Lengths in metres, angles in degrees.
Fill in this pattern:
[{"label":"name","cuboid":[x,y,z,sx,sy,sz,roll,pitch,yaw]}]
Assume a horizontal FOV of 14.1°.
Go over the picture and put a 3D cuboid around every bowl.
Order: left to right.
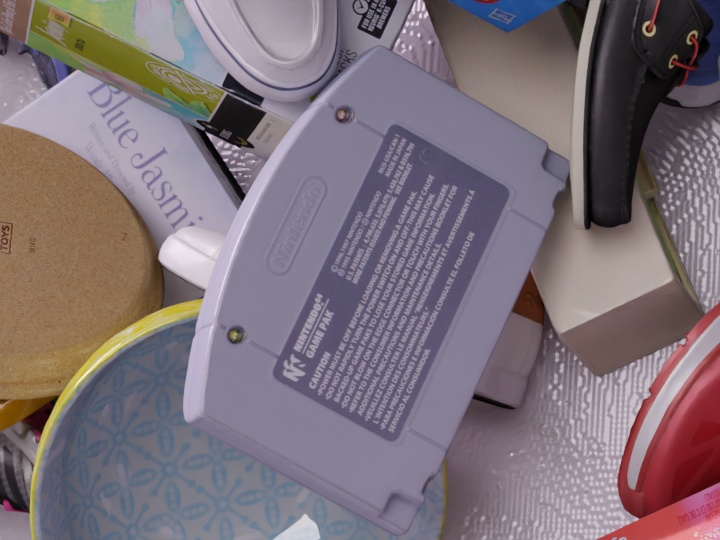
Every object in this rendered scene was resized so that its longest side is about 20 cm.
[{"label":"bowl","cuboid":[-0.065,0.095,1.414,0.200,0.200,0.108,-41,20,3]}]

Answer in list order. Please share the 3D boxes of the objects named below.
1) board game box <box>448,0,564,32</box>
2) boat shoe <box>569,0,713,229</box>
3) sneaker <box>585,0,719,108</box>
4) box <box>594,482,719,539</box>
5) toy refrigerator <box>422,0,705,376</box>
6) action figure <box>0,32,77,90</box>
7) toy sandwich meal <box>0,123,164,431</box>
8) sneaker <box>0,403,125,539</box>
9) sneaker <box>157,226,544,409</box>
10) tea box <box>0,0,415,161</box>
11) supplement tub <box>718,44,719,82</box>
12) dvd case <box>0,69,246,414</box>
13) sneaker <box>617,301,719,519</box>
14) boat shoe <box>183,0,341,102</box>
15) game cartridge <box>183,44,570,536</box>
[{"label":"board game box","cuboid":[0.024,-0.242,1.339,0.056,0.195,0.201,-27,42,55]},{"label":"boat shoe","cuboid":[0.133,-0.116,1.362,0.063,0.074,0.202,9,80,6]},{"label":"sneaker","cuboid":[0.149,-0.176,1.449,0.075,0.077,0.201,-7,70,-8]},{"label":"box","cuboid":[0.130,0.178,1.330,0.200,0.103,0.095,-25,65,9]},{"label":"toy refrigerator","cuboid":[0.103,-0.058,1.435,0.070,0.076,0.200,-26,64,10]},{"label":"action figure","cuboid":[-0.137,-0.159,1.570,0.193,0.105,0.201,-20,96,20]},{"label":"toy sandwich meal","cuboid":[-0.197,0.008,1.451,0.205,0.070,0.206,12,44,-12]},{"label":"sneaker","cuboid":[-0.202,0.096,1.485,0.200,0.074,0.088,38,96,12]},{"label":"sneaker","cuboid":[0.000,0.000,1.454,0.199,0.073,0.085,19,88,13]},{"label":"tea box","cuboid":[-0.059,-0.179,1.442,0.196,0.134,0.200,24,82,-4]},{"label":"supplement tub","cuboid":[0.246,-0.171,1.382,0.144,0.144,0.201,-2,72,20]},{"label":"dvd case","cuboid":[-0.159,-0.011,1.522,0.200,0.018,0.143,-34,83,7]},{"label":"sneaker","cuboid":[0.216,0.057,1.353,0.115,0.078,0.200,37,88,28]},{"label":"boat shoe","cuboid":[-0.058,-0.176,1.341,0.073,0.065,0.201,-21,88,-9]},{"label":"game cartridge","cuboid":[0.003,0.004,1.337,0.133,0.041,0.200,31,71,-15]}]
